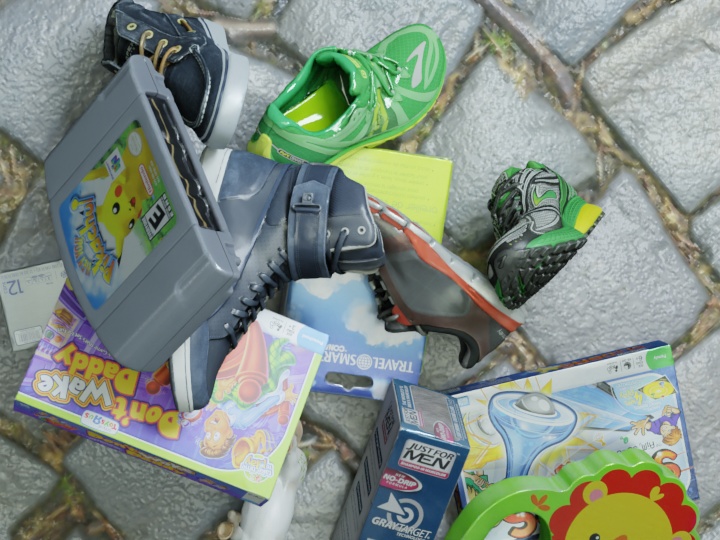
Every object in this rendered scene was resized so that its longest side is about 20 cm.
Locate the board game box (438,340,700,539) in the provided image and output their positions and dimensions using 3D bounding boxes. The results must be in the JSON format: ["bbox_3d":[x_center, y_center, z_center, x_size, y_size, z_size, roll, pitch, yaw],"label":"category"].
[{"bbox_3d":[0.171,0.146,1.402,0.199,0.034,0.136,-13,96,-6],"label":"board game box"}]

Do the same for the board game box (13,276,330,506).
[{"bbox_3d":[-0.139,0.076,1.258,0.200,0.045,0.135,22,72,-6],"label":"board game box"}]

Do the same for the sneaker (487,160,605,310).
[{"bbox_3d":[0.126,-0.031,1.313,0.085,0.200,0.078,43,111,1],"label":"sneaker"}]

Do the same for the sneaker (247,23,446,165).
[{"bbox_3d":[-0.001,-0.137,1.307,0.074,0.084,0.200,42,58,16],"label":"sneaker"}]

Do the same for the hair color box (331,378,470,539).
[{"bbox_3d":[0.022,0.198,1.331,0.060,0.100,0.200,17,107,-9],"label":"hair color box"}]

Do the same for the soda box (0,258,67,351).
[{"bbox_3d":[-0.180,0.011,1.328,0.199,0.068,0.064,-13,93,-7],"label":"soda box"}]

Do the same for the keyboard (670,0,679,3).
[{"bbox_3d":[0.303,-0.292,1.395,0.199,0.021,0.128,-9,95,-6],"label":"keyboard"}]

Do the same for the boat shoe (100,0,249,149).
[{"bbox_3d":[-0.142,-0.148,1.253,0.091,0.200,0.071,14,108,-19],"label":"boat shoe"}]

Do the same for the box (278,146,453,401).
[{"bbox_3d":[0.000,0.000,1.362,0.122,0.048,0.201,8,93,-8],"label":"box"}]

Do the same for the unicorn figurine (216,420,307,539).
[{"bbox_3d":[-0.084,0.201,1.337,0.074,0.137,0.200,28,76,12],"label":"unicorn figurine"}]

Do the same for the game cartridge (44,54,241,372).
[{"bbox_3d":[-0.160,-0.036,1.187,0.040,0.200,0.133,7,137,-43],"label":"game cartridge"}]

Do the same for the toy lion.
[{"bbox_3d":[0.171,0.225,1.366,0.200,0.069,0.192,25,101,-22],"label":"toy lion"}]

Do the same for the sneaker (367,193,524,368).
[{"bbox_3d":[0.033,0.007,1.308,0.200,0.077,0.082,37,94,-9],"label":"sneaker"}]

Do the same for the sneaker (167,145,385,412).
[{"bbox_3d":[-0.059,0.011,1.218,0.146,0.077,0.203,9,72,3],"label":"sneaker"}]
